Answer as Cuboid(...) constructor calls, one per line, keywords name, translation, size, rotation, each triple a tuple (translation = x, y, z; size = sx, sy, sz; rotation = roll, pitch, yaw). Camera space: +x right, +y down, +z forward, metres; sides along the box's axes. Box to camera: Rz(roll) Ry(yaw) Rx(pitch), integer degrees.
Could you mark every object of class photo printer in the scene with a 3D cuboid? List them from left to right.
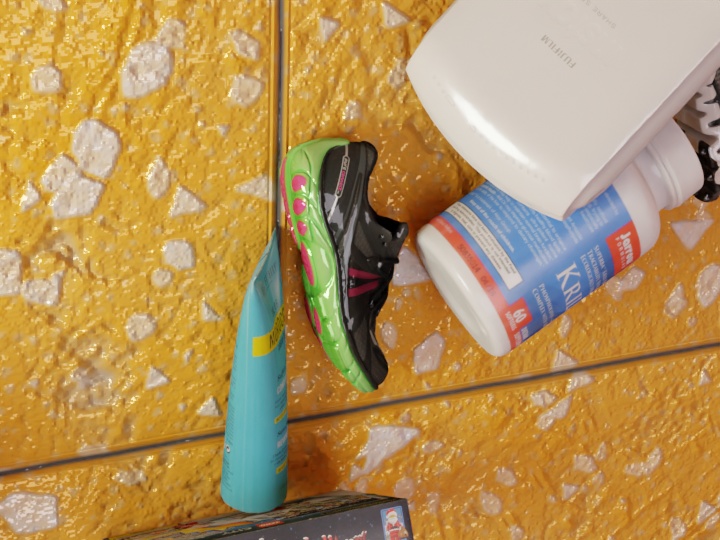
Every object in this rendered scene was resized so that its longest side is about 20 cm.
Cuboid(name="photo printer", translation=(0.141, -0.148, 1.014), size=(0.166, 0.069, 0.200), rotation=(44, 92, 10))

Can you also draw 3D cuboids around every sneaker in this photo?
Cuboid(name="sneaker", translation=(0.000, 0.000, 1.059), size=(0.083, 0.077, 0.202), rotation=(-17, 120, -12))
Cuboid(name="sneaker", translation=(0.277, -0.154, 1.126), size=(0.090, 0.066, 0.202), rotation=(-26, 125, -15))

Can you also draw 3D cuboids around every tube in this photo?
Cuboid(name="tube", translation=(-0.073, 0.077, 1.071), size=(0.050, 0.078, 0.202), rotation=(4, 116, 0))

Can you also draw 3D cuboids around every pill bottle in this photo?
Cuboid(name="pill bottle", translation=(0.148, -0.037, 1.088), size=(0.199, 0.112, 0.113), rotation=(-35, 123, -5))

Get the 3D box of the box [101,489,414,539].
Cuboid(name="box", translation=(-0.077, 0.198, 1.080), size=(0.197, 0.136, 0.038), rotation=(-9, 88, -21))
